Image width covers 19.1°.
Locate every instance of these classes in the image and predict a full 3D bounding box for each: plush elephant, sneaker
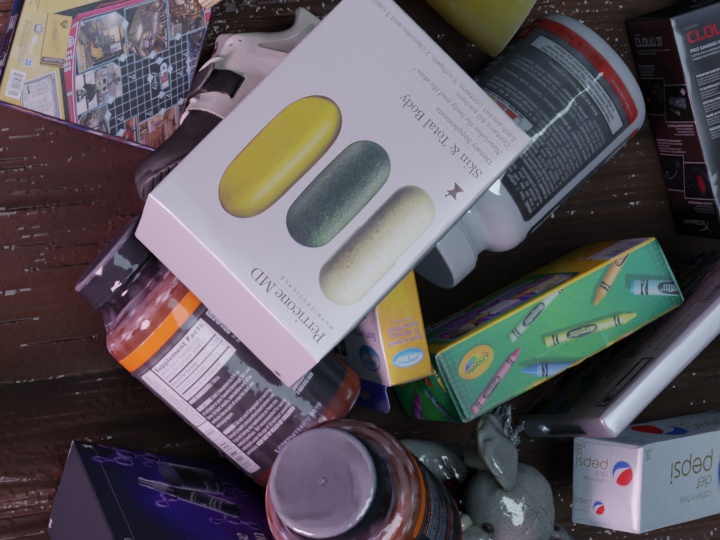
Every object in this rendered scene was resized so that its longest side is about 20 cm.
[{"bbox_3d":[0.079,0.186,1.572,0.200,0.155,0.165,-45,108,-13],"label":"plush elephant"},{"bbox_3d":[-0.092,-0.118,1.514,0.200,0.074,0.089,-34,73,-27],"label":"sneaker"}]

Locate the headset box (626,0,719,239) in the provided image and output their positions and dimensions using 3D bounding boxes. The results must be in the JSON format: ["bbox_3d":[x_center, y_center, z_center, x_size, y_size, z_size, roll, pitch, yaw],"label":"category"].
[{"bbox_3d":[0.305,-0.142,1.684,0.148,0.075,0.201,-19,101,-19],"label":"headset box"}]

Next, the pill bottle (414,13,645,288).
[{"bbox_3d":[0.106,-0.087,1.586,0.200,0.116,0.116,-43,108,-14],"label":"pill bottle"}]

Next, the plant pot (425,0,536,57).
[{"bbox_3d":[0.081,-0.276,1.534,0.141,0.200,0.201,28,83,-6],"label":"plant pot"}]

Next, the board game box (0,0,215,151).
[{"bbox_3d":[-0.171,-0.196,1.508,0.135,0.035,0.201,17,87,-22],"label":"board game box"}]

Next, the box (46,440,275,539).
[{"bbox_3d":[-0.124,0.200,1.461,0.140,0.200,0.079,9,108,-22],"label":"box"}]

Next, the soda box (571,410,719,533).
[{"bbox_3d":[0.244,0.153,1.644,0.199,0.063,0.069,-4,97,-49],"label":"soda box"}]

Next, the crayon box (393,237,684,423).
[{"bbox_3d":[0.127,0.044,1.600,0.199,0.119,0.059,-27,97,-18],"label":"crayon box"}]

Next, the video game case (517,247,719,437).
[{"bbox_3d":[0.220,0.053,1.607,0.200,0.182,0.022,-44,97,-14],"label":"video game case"}]

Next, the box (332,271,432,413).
[{"bbox_3d":[0.000,0.000,1.547,0.041,0.119,0.201,-16,100,-21],"label":"box"}]

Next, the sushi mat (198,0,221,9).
[{"bbox_3d":[-0.050,-0.268,1.470,0.199,0.012,0.096,-29,104,17],"label":"sushi mat"}]

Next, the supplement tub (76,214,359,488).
[{"bbox_3d":[-0.103,0.052,1.500,0.200,0.107,0.107,43,78,-9],"label":"supplement tub"}]

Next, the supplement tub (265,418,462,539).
[{"bbox_3d":[0.000,0.160,1.418,0.106,0.200,0.108,-4,72,13],"label":"supplement tub"}]

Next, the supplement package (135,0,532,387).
[{"bbox_3d":[-0.022,-0.053,1.387,0.152,0.151,0.200,44,77,0],"label":"supplement package"}]
